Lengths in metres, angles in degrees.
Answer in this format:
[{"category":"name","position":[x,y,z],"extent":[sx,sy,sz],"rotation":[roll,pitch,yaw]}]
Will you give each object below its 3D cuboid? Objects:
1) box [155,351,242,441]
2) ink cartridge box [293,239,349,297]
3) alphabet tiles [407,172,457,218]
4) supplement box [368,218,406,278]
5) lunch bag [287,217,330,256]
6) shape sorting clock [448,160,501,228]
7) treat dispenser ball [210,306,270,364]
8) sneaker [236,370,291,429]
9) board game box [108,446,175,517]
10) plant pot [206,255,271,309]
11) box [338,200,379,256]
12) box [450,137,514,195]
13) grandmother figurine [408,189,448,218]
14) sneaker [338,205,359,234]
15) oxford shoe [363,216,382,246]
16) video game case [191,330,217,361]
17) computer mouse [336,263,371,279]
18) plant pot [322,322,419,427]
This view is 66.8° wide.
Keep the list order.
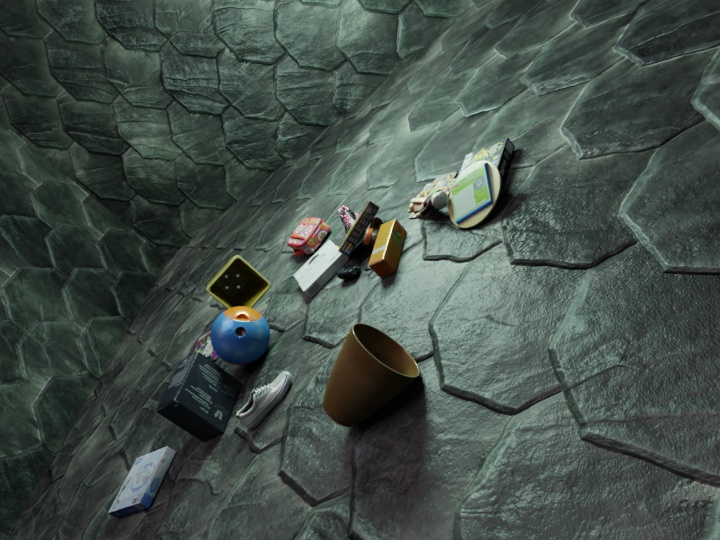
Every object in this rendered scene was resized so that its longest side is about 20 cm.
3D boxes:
[{"category":"box","position":[-0.517,0.407,1.765],"extent":[0.117,0.197,0.200],"rotation":[-30,29,30]},{"category":"ink cartridge box","position":[-0.146,-0.010,2.008],"extent":[0.200,0.045,0.176],"rotation":[-45,26,0]},{"category":"alphabet tiles","position":[0.243,-0.251,1.829],"extent":[0.166,0.006,0.200],"rotation":[3,53,57]},{"category":"supplement box","position":[0.087,-0.073,1.727],"extent":[0.069,0.067,0.200],"rotation":[-26,32,34]},{"category":"lunch bag","position":[-0.225,-0.134,2.282],"extent":[0.176,0.082,0.200],"rotation":[-55,25,-12]},{"category":"shape sorting clock","position":[0.324,-0.216,1.555],"extent":[0.200,0.039,0.200],"rotation":[-25,59,50]},{"category":"treat dispenser ball","position":[-0.412,0.224,1.878],"extent":[0.201,0.201,0.201],"rotation":[-35,27,21]},{"category":"sneaker","position":[-0.284,0.373,1.612],"extent":[0.200,0.071,0.073],"rotation":[-52,26,-13]},{"category":"board game box","position":[-0.724,0.703,1.814],"extent":[0.200,0.043,0.199],"rotation":[-28,31,33]},{"category":"plant pot","position":[-0.533,0.058,2.334],"extent":[0.196,0.194,0.200],"rotation":[-50,21,-9]},{"category":"box","position":[-0.006,-0.148,1.898],"extent":[0.200,0.049,0.160],"rotation":[-57,3,6]},{"category":"box","position":[0.371,-0.300,1.658],"extent":[0.161,0.049,0.200],"rotation":[-18,38,48]},{"category":"grandmother figurine","position":[0.214,-0.213,1.703],"extent":[0.121,0.061,0.200],"rotation":[-59,14,-9]},{"category":"sneaker","position":[-0.044,-0.187,2.064],"extent":[0.079,0.095,0.200],"rotation":[-39,27,9]},{"category":"oxford shoe","position":[0.061,-0.127,1.869],"extent":[0.200,0.072,0.071],"rotation":[-68,-6,-62]},{"category":"video game case","position":[-0.632,0.320,2.256],"extent":[0.181,0.036,0.200],"rotation":[-32,29,29]},{"category":"computer mouse","position":[0.000,0.000,1.800],"extent":[0.200,0.034,0.059],"rotation":[-10,25,43]},{"category":"plant pot","position":[0.003,0.255,1.262],"extent":[0.200,0.186,0.186],"rotation":[-54,23,14]}]
